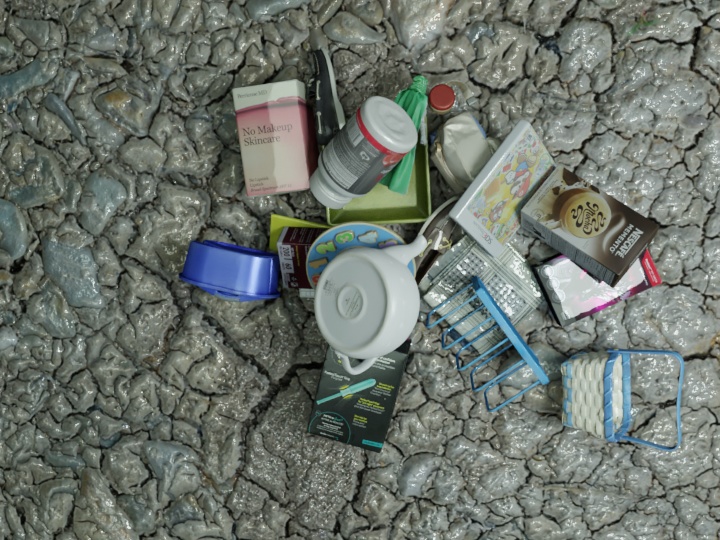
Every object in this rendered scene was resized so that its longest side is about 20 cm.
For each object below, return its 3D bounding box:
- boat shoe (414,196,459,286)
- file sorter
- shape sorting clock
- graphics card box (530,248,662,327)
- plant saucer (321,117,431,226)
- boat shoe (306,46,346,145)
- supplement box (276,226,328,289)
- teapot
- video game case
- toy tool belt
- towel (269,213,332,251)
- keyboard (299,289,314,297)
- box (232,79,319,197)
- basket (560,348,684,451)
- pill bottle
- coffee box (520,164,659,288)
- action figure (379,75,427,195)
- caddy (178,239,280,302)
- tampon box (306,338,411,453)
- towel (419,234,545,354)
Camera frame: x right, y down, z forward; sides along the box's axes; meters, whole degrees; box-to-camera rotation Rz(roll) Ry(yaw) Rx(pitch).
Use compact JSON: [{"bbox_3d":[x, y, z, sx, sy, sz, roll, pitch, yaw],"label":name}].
[{"bbox_3d":[0.134,-0.047,1.249,0.060,0.072,0.200,45,103,28],"label":"boat shoe"},{"bbox_3d":[0.223,0.133,1.207,0.123,0.139,0.200,-36,93,11],"label":"file sorter"},{"bbox_3d":[0.000,0.000,1.207,0.200,0.039,0.200,5,127,7],"label":"shape sorting clock"},{"bbox_3d":[0.429,0.006,1.221,0.200,0.051,0.126,-24,93,6],"label":"graphics card box"},{"bbox_3d":[0.032,-0.188,1.266,0.200,0.048,0.200,-2,98,10],"label":"plant saucer"},{"bbox_3d":[-0.069,-0.318,1.225,0.060,0.074,0.200,-13,74,0],"label":"boat shoe"},{"bbox_3d":[-0.050,-0.020,1.265,0.200,0.061,0.109,2,127,9],"label":"supplement box"},{"bbox_3d":[0.028,0.059,1.136,0.200,0.146,0.198,-24,72,35],"label":"teapot"},{"bbox_3d":[0.258,-0.136,1.170,0.023,0.182,0.200,39,94,39],"label":"video game case"},{"bbox_3d":[0.177,-0.229,1.207,0.125,0.123,0.200,-30,88,-2],"label":"toy tool belt"},{"bbox_3d":[-0.077,-0.056,1.293,0.200,0.018,0.086,12,127,3],"label":"towel"},{"bbox_3d":[-0.024,0.027,1.324,0.200,0.011,0.056,0,98,9],"label":"keyboard"},{"bbox_3d":[-0.153,-0.244,1.255,0.128,0.109,0.200,-6,97,10],"label":"box"},{"bbox_3d":[0.469,0.220,1.199,0.200,0.139,0.177,6,101,39],"label":"basket"},{"bbox_3d":[-0.003,-0.195,1.152,0.111,0.111,0.200,49,130,0],"label":"pill bottle"},{"bbox_3d":[0.394,-0.078,1.165,0.200,0.080,0.113,38,84,22],"label":"coffee box"},{"bbox_3d":[0.078,-0.245,1.183,0.118,0.055,0.200,33,114,37],"label":"action figure"},{"bbox_3d":[-0.249,0.008,1.290,0.200,0.141,0.105,12,97,8],"label":"caddy"},{"bbox_3d":[0.000,0.219,1.288,0.150,0.126,0.200,15,99,6],"label":"tampon box"},{"bbox_3d":[0.233,0.032,1.273,0.193,0.035,0.200,-44,89,12],"label":"towel"}]
